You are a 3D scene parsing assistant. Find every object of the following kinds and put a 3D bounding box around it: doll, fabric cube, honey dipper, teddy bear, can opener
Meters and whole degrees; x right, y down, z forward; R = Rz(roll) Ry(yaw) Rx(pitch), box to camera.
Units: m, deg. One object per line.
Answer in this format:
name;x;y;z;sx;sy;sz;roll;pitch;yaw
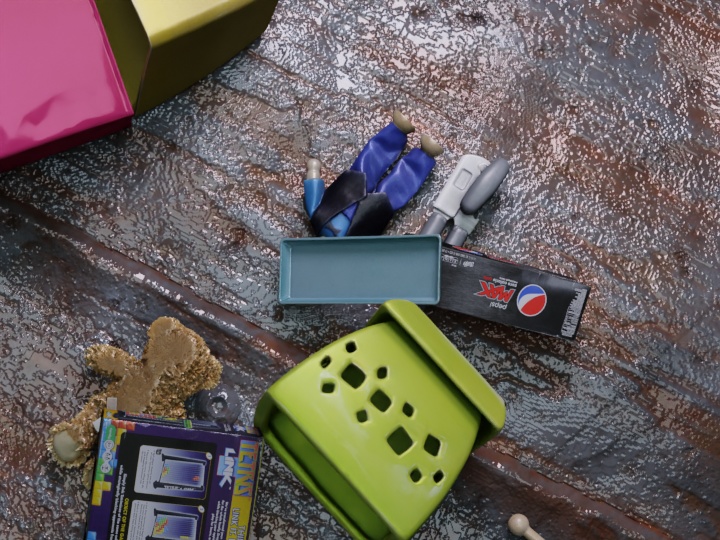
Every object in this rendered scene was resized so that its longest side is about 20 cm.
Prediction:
doll;-0.004;-0.078;1.593;0.136;0.048;0.200;39;84;3
fabric cube;-0.357;-0.212;1.497;0.198;0.200;0.198;-21;95;-9
honey dipper;0.234;0.327;1.537;0.199;0.038;0.038;39;78;6
teddy bear;-0.235;0.142;1.527;0.144;0.067;0.202;23;84;10
can opener;0.091;-0.041;1.589;0.052;0.066;0.201;31;82;1

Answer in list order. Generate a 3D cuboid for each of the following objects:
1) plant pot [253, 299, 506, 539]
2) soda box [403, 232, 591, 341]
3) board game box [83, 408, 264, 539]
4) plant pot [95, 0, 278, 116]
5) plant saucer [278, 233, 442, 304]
plant pot;0.025;0.153;1.477;0.181;0.199;0.200;-41;84;-17
soda box;0.136;0.017;1.543;0.198;0.071;0.064;15;95;-17
board game box;-0.192;0.250;1.471;0.164;0.057;0.202;9;93;-12
plant pot;-0.192;-0.314;1.559;0.175;0.200;0.202;-22;81;-18
plant saucer;0.000;0.000;1.509;0.198;0.019;0.071;-1;86;34
